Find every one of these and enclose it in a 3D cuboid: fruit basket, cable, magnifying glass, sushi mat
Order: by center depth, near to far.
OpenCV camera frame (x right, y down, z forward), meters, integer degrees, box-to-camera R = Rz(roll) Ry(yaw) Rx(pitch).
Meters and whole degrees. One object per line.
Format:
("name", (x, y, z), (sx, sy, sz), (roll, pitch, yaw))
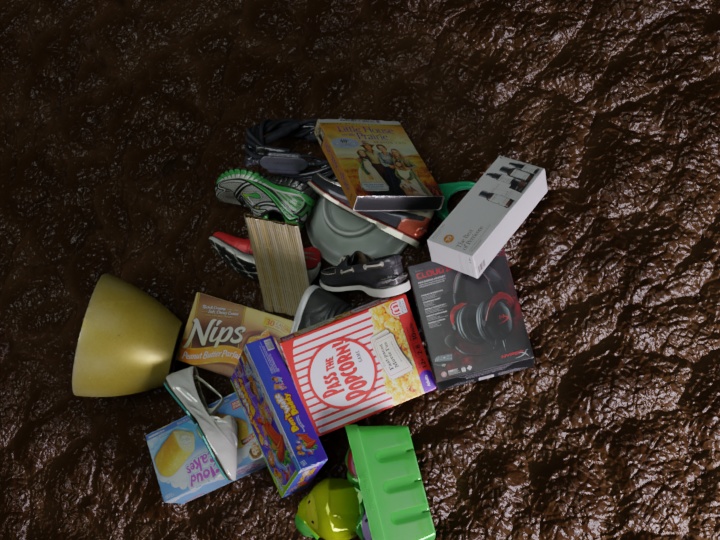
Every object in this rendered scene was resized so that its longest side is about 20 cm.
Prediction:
("fruit basket", (-0.005, 0.335, 1.518), (0.214, 0.156, 0.217), (-1, 72, 3))
("magnifying glass", (0.111, -0.114, 1.610), (0.199, 0.022, 0.080), (18, 70, 7))
("sushi mat", (-0.123, -0.001, 1.621), (0.095, 0.201, 0.012), (11, 44, 21))
("cable", (-0.087, -0.197, 1.680), (0.198, 0.164, 0.051), (1, 122, 0))

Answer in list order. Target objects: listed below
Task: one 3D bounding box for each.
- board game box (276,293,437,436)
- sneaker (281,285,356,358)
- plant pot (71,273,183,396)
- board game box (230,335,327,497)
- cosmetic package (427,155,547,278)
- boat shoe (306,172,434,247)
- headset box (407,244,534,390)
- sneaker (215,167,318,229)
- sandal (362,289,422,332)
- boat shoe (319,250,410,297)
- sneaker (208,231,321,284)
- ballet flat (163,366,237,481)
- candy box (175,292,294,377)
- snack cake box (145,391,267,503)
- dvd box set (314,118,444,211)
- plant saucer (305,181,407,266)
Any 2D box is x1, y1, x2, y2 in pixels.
("board game box", (-0.005, 0.137, 1.537), (0.199, 0.046, 0.152), (-22, 99, -8))
("sneaker", (-0.060, 0.131, 1.595), (0.099, 0.071, 0.201), (17, 94, 31))
("plant pot", (-0.367, 0.119, 1.689), (0.141, 0.200, 0.202), (13, 81, -3))
("board game box", (-0.123, 0.216, 1.531), (0.045, 0.135, 0.201), (-17, 68, -25))
("cosmetic package", (0.188, -0.083, 1.530), (0.082, 0.051, 0.200), (20, 55, 34))
("boat shoe", (0.014, -0.105, 1.587), (0.199, 0.071, 0.063), (27, 93, 11))
("headset box", (0.159, 0.058, 1.535), (0.148, 0.075, 0.201), (-14, 72, 4))
("sneaker", (-0.164, -0.113, 1.697), (0.199, 0.078, 0.086), (12, 78, 37))
("sandal", (0.016, 0.081, 1.615), (0.199, 0.043, 0.077), (-17, 72, 16))
("boat shoe", (0.000, 0.000, 1.584), (0.200, 0.074, 0.061), (7, 113, 58))
("sneaker", (-0.152, -0.030, 1.702), (0.199, 0.077, 0.085), (18, 65, 20))
("ballet flat", (-0.229, 0.225, 1.596), (0.069, 0.069, 0.200), (-42, 66, 7))
("candy box", (-0.188, 0.117, 1.678), (0.199, 0.055, 0.116), (15, 83, 24))
("snack cake box", (-0.228, 0.277, 1.649), (0.199, 0.067, 0.116), (-26, 68, 13))
("dvd box set", (0.026, -0.162, 1.587), (0.201, 0.145, 0.030), (-115, 33, -44))
("plant saucer", (-0.004, -0.101, 1.663), (0.199, 0.050, 0.202), (-5, 77, 20))
